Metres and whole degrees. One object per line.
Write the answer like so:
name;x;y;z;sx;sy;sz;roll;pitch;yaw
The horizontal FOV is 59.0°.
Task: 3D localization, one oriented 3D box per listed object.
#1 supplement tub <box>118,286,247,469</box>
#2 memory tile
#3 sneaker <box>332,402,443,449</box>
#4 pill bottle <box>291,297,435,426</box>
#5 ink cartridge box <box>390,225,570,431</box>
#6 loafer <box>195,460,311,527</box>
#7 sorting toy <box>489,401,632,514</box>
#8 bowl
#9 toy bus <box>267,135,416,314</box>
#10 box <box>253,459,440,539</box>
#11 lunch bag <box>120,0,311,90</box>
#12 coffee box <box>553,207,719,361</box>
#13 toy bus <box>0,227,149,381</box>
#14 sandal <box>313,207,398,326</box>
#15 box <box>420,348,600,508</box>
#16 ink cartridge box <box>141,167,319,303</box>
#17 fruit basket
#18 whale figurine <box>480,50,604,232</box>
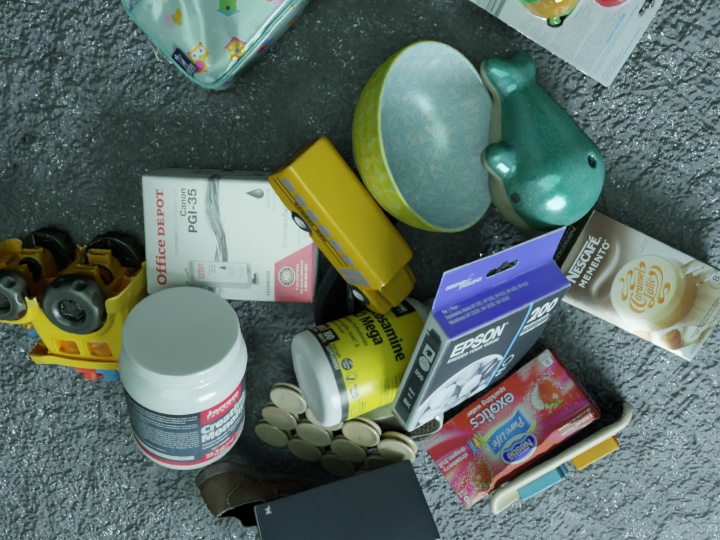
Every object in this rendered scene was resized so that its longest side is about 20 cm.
supplement tub;-0.206;0.130;0.750;0.140;0.141;0.200;11;136;-1
memory tile;-0.036;0.219;0.826;0.199;0.017;0.153;26;137;1
sneaker;0.022;0.181;0.838;0.199;0.085;0.073;-14;126;27
pill bottle;0.028;0.098;0.755;0.199;0.112;0.113;-18;107;-21
ink cartridge box;0.136;0.061;0.678;0.043;0.198;0.200;44;137;32
loafer;-0.133;0.308;0.831;0.073;0.071;0.200;-39;138;19
sorting toy;0.258;0.235;0.787;0.200;0.185;0.037;-39;66;10
bowl;0.055;-0.138;0.702;0.107;0.200;0.201;-1;113;47
toy bus;-0.010;-0.043;0.684;0.065;0.078;0.200;-45;109;-19
box;-0.021;0.346;0.792;0.199;0.104;0.182;-13;140;-13
lunch bag;-0.154;-0.306;0.686;0.200;0.077;0.160;-42;101;13
coffee box;0.324;0.010;0.762;0.199;0.080;0.115;24;106;-5
toy bus;-0.355;0.058;0.786;0.199;0.136;0.193;5;122;3
sandal;0.000;0.000;0.768;0.043;0.076;0.201;33;109;33
box;0.189;0.194;0.797;0.200;0.095;0.100;-39;73;12
ink cartridge box;-0.150;-0.042;0.760;0.199;0.083;0.147;2;105;1
fruit basket;0.237;-0.326;0.675;0.199;0.094;0.186;22;107;-21
whale figurine;0.197;-0.143;0.689;0.159;0.104;0.201;-22;99;-35
